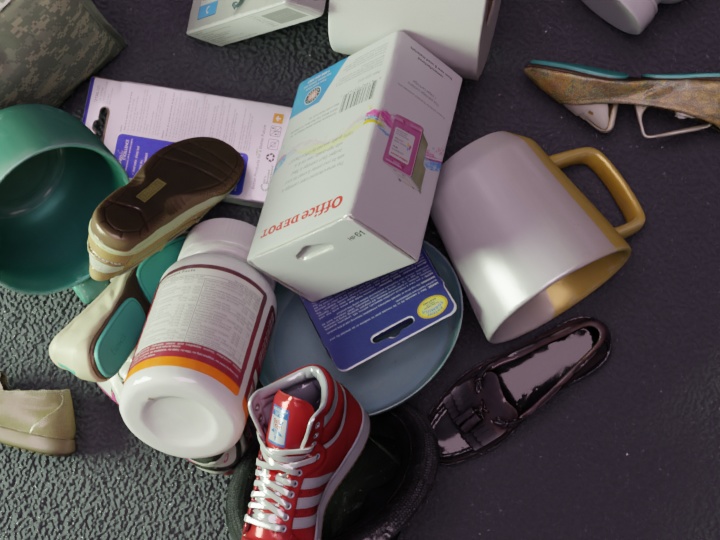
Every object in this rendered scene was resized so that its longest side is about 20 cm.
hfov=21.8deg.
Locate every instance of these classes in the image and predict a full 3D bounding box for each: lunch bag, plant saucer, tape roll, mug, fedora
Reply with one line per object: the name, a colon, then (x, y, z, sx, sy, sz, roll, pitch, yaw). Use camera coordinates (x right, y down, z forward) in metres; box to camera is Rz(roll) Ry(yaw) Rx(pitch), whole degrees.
lunch bag: (-0.322, -0.211, 1.696, 0.164, 0.200, 0.118, -44, 80, -3)
plant saucer: (-0.002, 0.051, 1.679, 0.199, 0.027, 0.201, -9, 55, 14)
tape roll: (0.059, -0.284, 1.677, 0.139, 0.203, 0.203, 12, 82, 6)
mug: (-0.297, -0.058, 1.680, 0.152, 0.186, 0.114, -8, 35, -33)
mug: (0.146, -0.039, 1.675, 0.149, 0.186, 0.153, -40, 74, 26)
fedora: (-0.017, 0.203, 1.644, 0.200, 0.092, 0.201, -10, 46, 11)

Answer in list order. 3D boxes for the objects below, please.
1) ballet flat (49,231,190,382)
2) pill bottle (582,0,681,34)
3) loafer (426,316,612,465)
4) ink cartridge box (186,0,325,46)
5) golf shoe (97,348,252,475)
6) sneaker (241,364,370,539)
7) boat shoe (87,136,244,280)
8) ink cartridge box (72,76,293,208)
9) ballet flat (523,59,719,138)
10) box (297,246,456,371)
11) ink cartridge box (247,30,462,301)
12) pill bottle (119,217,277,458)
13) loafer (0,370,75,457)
ballet flat: (-0.212, 0.029, 1.686, 0.069, 0.070, 0.200, 31, 43, 9)
pill bottle: (0.283, -0.319, 1.710, 0.112, 0.112, 0.200, 38, 85, 9)
loafer: (0.137, 0.102, 1.675, 0.200, 0.063, 0.072, -34, 79, -2)
ink cartridge box: (-0.081, -0.304, 1.700, 0.045, 0.200, 0.177, 17, 80, -29)
golf shoe: (-0.181, 0.105, 1.686, 0.200, 0.092, 0.073, 37, 88, 12)
sneaker: (-0.064, 0.172, 1.535, 0.071, 0.113, 0.200, 12, 64, 28)
boat shoe: (-0.179, -0.053, 1.660, 0.072, 0.076, 0.200, 37, 40, 15)
ink cartridge box: (-0.162, -0.119, 1.751, 0.199, 0.037, 0.095, 10, 82, 4)
ballet flat: (0.247, -0.155, 1.712, 0.199, 0.071, 0.071, 4, 81, 5)
box: (0.000, 0.000, 1.676, 0.121, 0.032, 0.200, -28, 51, 0)
ink cartridge box: (-0.005, -0.088, 1.632, 0.085, 0.144, 0.200, 34, 55, -28)
pill bottle: (-0.134, 0.055, 1.629, 0.109, 0.110, 0.200, 9, 46, 6)
loafer: (-0.351, 0.119, 1.710, 0.199, 0.076, 0.068, 15, 81, -3)
